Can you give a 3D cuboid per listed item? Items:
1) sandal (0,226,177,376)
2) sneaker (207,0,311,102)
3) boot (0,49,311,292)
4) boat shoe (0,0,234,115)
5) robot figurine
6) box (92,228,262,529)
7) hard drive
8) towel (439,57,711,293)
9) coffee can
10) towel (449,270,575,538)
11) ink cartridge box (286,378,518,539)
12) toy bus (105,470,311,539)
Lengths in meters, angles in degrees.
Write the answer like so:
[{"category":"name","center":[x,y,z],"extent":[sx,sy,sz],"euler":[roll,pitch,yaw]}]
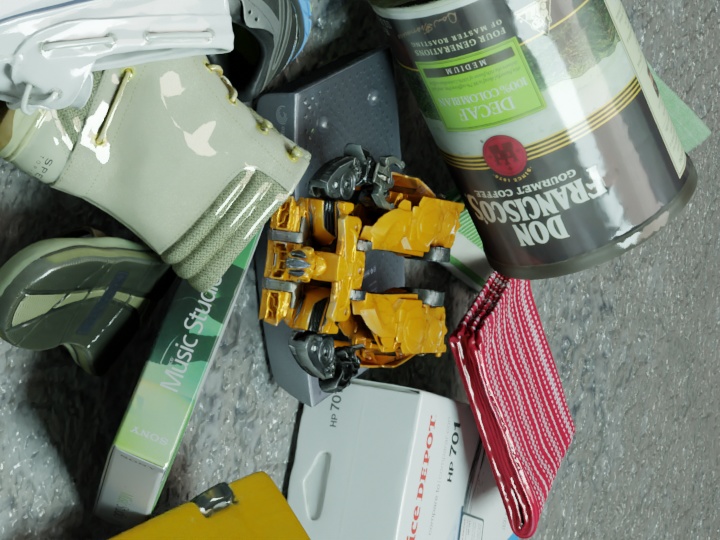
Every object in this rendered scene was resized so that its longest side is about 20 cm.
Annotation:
[{"category":"sandal","center":[-0.150,0.005,1.399],"extent":[0.080,0.057,0.201],"euler":[-52,163,2]},{"category":"sneaker","center":[-0.082,-0.172,1.477],"extent":[0.083,0.070,0.200],"euler":[-63,147,-32]},{"category":"boot","center":[-0.087,-0.107,1.390],"extent":[0.154,0.072,0.201],"euler":[35,74,-16]},{"category":"boat shoe","center":[-0.150,-0.108,1.287],"extent":[0.199,0.074,0.066],"euler":[-18,92,-22]},{"category":"robot figurine","center":[0.000,0.000,1.597],"extent":[0.200,0.058,0.146],"euler":[6,91,-63]},{"category":"box","center":[-0.094,0.034,1.475],"extent":[0.144,0.036,0.201],"euler":[116,-7,-68]},{"category":"hard drive","center":[-0.019,-0.030,1.661],"extent":[0.135,0.042,0.201],"euler":[-33,125,-55]},{"category":"towel","center":[0.137,-0.062,1.836],"extent":[0.200,0.023,0.152],"euler":[-39,150,9]},{"category":"coffee can","center":[0.108,-0.117,1.674],"extent":[0.146,0.146,0.201],"euler":[-51,123,-44]},{"category":"towel","center":[0.106,0.079,1.773],"extent":[0.200,0.022,0.145],"euler":[-52,126,-69]},{"category":"ink cartridge box","center":[0.033,0.156,1.762],"extent":[0.200,0.085,0.147],"euler":[21,78,-64]},{"category":"toy bus","center":[-0.110,0.174,1.481],"extent":[0.200,0.078,0.065],"euler":[-22,76,-49]}]
